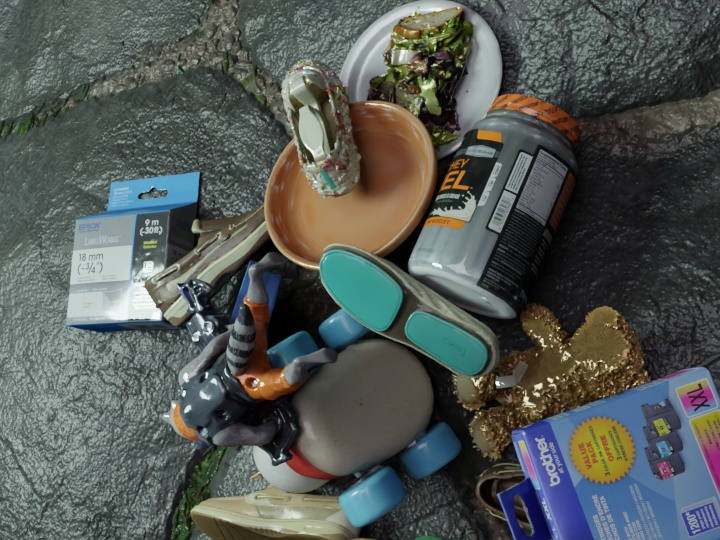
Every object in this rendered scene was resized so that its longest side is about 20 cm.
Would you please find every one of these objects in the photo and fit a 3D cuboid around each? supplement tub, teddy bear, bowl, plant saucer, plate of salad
[{"bbox_3d":[0.137,-0.064,0.913,0.122,0.123,0.200,19,77,27],"label":"supplement tub"},{"bbox_3d":[0.182,0.109,0.898,0.200,0.067,0.145,-44,54,17],"label":"teddy bear"},{"bbox_3d":[-0.127,0.090,0.977,0.039,0.201,0.201,17,84,-6],"label":"bowl"},{"bbox_3d":[-0.008,-0.086,0.978,0.200,0.037,0.201,-12,60,22],"label":"plant saucer"},{"bbox_3d":[0.060,-0.215,1.035,0.200,0.048,0.201,-6,76,23],"label":"plate of salad"}]

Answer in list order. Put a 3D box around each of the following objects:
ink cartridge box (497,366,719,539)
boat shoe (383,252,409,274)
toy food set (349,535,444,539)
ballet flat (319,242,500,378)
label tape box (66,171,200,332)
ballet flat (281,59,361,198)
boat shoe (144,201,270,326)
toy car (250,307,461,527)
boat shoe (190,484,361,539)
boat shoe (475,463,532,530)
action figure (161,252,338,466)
[{"bbox_3d":[0.216,0.179,0.783,0.200,0.076,0.137,-19,79,-1],"label":"ink cartridge box"},{"bbox_3d":[0.000,0.000,1.004,0.072,0.072,0.200,-47,53,13],"label":"boat shoe"},{"bbox_3d":[0.069,0.315,0.835,0.200,0.197,0.049,-122,36,-59],"label":"toy food set"},{"bbox_3d":[0.047,0.039,0.901,0.200,0.062,0.068,35,110,10],"label":"ballet flat"},{"bbox_3d":[-0.280,-0.028,1.139,0.144,0.063,0.201,-4,76,23],"label":"label tape box"},{"bbox_3d":[-0.046,-0.165,0.977,0.076,0.064,0.200,-29,55,13],"label":"ballet flat"},{"bbox_3d":[-0.159,-0.031,1.044,0.202,0.075,0.075,-45,93,-8],"label":"boat shoe"},{"bbox_3d":[-0.038,0.163,0.951,0.200,0.177,0.185,-38,83,46],"label":"toy car"},{"bbox_3d":[-0.087,0.265,0.984,0.200,0.071,0.065,2,43,26],"label":"boat shoe"},{"bbox_3d":[0.201,0.220,0.848,0.202,0.075,0.075,1,78,25],"label":"boat shoe"},{"bbox_3d":[-0.121,0.073,0.811,0.200,0.105,0.194,51,123,20],"label":"action figure"}]
